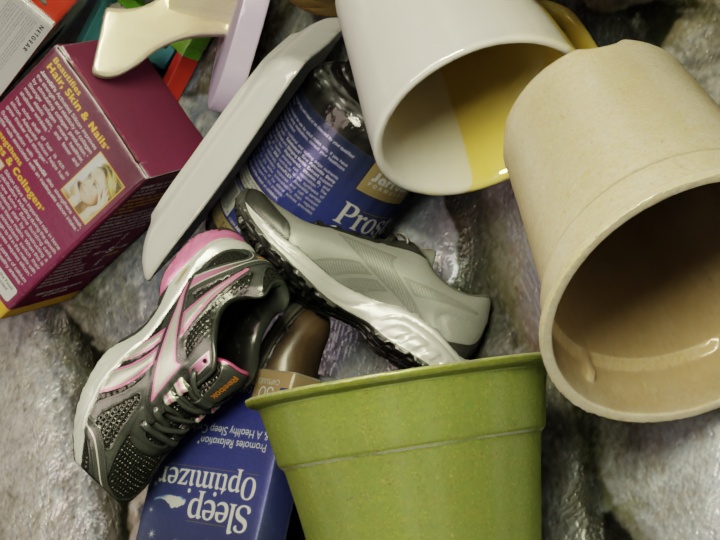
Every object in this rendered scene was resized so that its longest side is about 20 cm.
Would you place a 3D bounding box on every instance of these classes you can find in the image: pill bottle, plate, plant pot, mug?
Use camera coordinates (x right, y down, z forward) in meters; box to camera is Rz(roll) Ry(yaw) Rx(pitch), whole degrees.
[{"bbox_3d":[-0.015,-0.078,1.770,0.200,0.112,0.112,-53,49,19],"label":"pill bottle"},{"bbox_3d":[-0.088,-0.099,1.807,0.032,0.200,0.200,37,109,-1],"label":"plate"},{"bbox_3d":[0.178,-0.039,1.545,0.200,0.200,0.184,-48,39,22],"label":"plant pot"},{"bbox_3d":[0.063,-0.147,1.647,0.149,0.187,0.153,-33,55,13],"label":"mug"},{"bbox_3d":[0.039,0.159,1.550,0.200,0.200,0.190,-12,84,40],"label":"plant pot"}]

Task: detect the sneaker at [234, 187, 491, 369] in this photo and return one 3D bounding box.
[{"bbox_3d":[0.000,0.000,1.711,0.079,0.200,0.074,-57,4,-11],"label":"sneaker"}]

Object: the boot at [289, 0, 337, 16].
[{"bbox_3d":[0.036,-0.281,1.810,0.200,0.073,0.156,-13,64,35],"label":"boot"}]

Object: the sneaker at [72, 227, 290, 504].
[{"bbox_3d":[-0.119,0.069,1.666,0.086,0.080,0.200,28,91,45],"label":"sneaker"}]

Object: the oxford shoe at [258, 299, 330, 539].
[{"bbox_3d":[-0.045,0.120,1.742,0.084,0.073,0.200,11,85,24],"label":"oxford shoe"}]

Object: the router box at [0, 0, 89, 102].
[{"bbox_3d":[-0.278,-0.187,1.995,0.200,0.049,0.180,-47,7,35],"label":"router box"}]

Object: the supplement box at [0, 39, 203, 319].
[{"bbox_3d":[-0.234,-0.074,1.948,0.200,0.103,0.131,-40,78,30],"label":"supplement box"}]

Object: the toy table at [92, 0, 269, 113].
[{"bbox_3d":[-0.128,-0.229,1.881,0.184,0.117,0.200,134,148,-72],"label":"toy table"}]

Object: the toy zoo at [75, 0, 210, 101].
[{"bbox_3d":[-0.197,-0.156,2.025,0.131,0.020,0.200,40,106,42],"label":"toy zoo"}]

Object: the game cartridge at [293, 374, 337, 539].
[{"bbox_3d":[-0.016,0.144,1.765,0.200,0.038,0.130,12,83,44],"label":"game cartridge"}]

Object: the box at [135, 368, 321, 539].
[{"bbox_3d":[-0.098,0.165,1.687,0.121,0.032,0.200,3,78,44],"label":"box"}]
